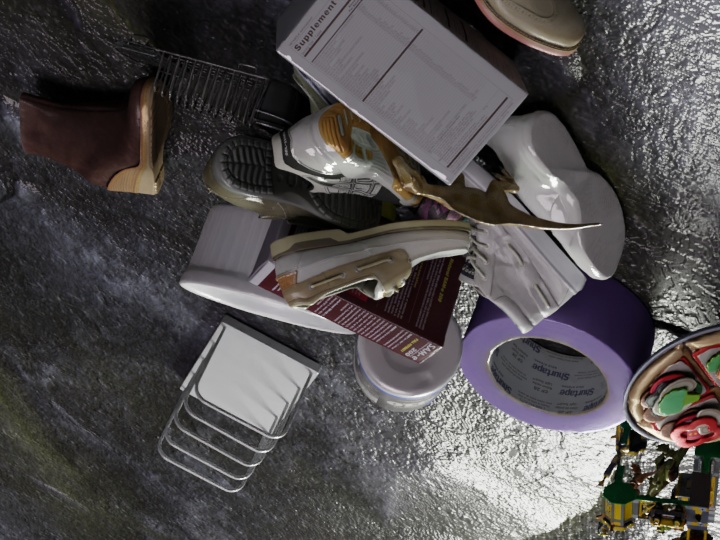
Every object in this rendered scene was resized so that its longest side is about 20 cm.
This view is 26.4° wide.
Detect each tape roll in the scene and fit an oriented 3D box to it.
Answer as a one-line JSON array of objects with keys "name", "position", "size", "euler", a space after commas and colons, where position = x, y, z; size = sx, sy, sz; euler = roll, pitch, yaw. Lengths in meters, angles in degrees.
[{"name": "tape roll", "position": [0.214, 0.084, 1.672], "size": [0.199, 0.085, 0.200], "euler": [16, 143, 12]}]

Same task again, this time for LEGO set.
[{"name": "LEGO set", "position": [0.341, 0.258, 1.732], "size": [0.153, 0.200, 0.116], "euler": [1, 122, 8]}]

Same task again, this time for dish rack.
[{"name": "dish rack", "position": [-0.145, -0.178, 1.511], "size": [0.199, 0.055, 0.153], "euler": [17, 178, 9]}]

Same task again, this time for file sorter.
[{"name": "file sorter", "position": [-0.164, 0.179, 1.965], "size": [0.138, 0.125, 0.200], "euler": [29, 144, -6]}]

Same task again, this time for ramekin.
[{"name": "ramekin", "position": [-0.087, -0.004, 1.659], "size": [0.200, 0.098, 0.200], "euler": [15, 173, 2]}]

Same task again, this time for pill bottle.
[{"name": "pill bottle", "position": [0.049, 0.097, 1.707], "size": [0.113, 0.114, 0.200], "euler": [22, 169, 2]}]

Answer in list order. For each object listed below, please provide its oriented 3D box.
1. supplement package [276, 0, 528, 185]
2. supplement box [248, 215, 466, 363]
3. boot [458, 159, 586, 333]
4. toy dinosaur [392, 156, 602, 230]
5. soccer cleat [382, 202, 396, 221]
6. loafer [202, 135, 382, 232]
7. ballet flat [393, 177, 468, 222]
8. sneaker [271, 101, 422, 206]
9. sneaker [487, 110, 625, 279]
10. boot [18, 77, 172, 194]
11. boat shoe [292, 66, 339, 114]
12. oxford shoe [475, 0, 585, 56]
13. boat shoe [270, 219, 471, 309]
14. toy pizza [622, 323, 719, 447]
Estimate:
[{"name": "supplement package", "position": [0.035, -0.192, 1.371], "size": [0.200, 0.110, 0.114], "euler": [37, 107, -16]}, {"name": "supplement box", "position": [0.000, 0.000, 1.547], "size": [0.199, 0.109, 0.061], "euler": [27, 150, -12]}, {"name": "boot", "position": [0.131, -0.026, 1.536], "size": [0.200, 0.096, 0.074], "euler": [46, -176, -12]}, {"name": "toy dinosaur", "position": [0.120, -0.059, 1.438], "size": [0.199, 0.101, 0.058], "euler": [17, 109, -1]}, {"name": "soccer cleat", "position": [-0.062, -0.076, 1.609], "size": [0.199, 0.084, 0.065], "euler": [19, 114, 12]}, {"name": "loafer", "position": [-0.066, -0.083, 1.477], "size": [0.199, 0.076, 0.070], "euler": [17, 163, -34]}, {"name": "ballet flat", "position": [0.051, -0.037, 1.636], "size": [0.071, 0.069, 0.200], "euler": [44, 139, 3]}, {"name": "sneaker", "position": [-0.012, -0.104, 1.436], "size": [0.087, 0.076, 0.200], "euler": [-17, 159, 25]}, {"name": "sneaker", "position": [0.189, -0.075, 1.511], "size": [0.088, 0.075, 0.200], "euler": [-1, 132, 47]}, {"name": "boot", "position": [-0.292, -0.158, 1.654], "size": [0.166, 0.073, 0.200], "euler": [19, 148, 1]}, {"name": "boat shoe", "position": [-0.016, -0.140, 1.490], "size": [0.062, 0.072, 0.200], "euler": [-36, 138, 8]}, {"name": "oxford shoe", "position": [0.128, -0.261, 1.299], "size": [0.200, 0.071, 0.074], "euler": [39, 139, -20]}, {"name": "boat shoe", "position": [0.014, -0.006, 1.481], "size": [0.199, 0.069, 0.075], "euler": [-8, 169, -13]}, {"name": "toy pizza", "position": [0.374, 0.127, 1.607], "size": [0.199, 0.032, 0.201], "euler": [-7, 138, -6]}]
